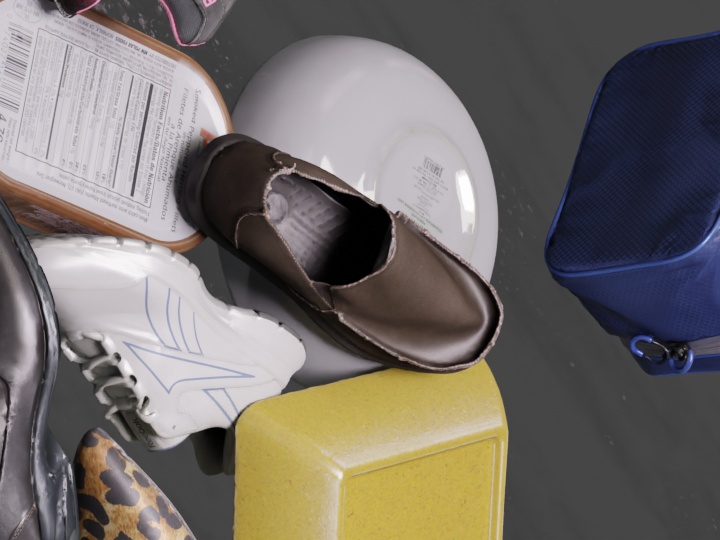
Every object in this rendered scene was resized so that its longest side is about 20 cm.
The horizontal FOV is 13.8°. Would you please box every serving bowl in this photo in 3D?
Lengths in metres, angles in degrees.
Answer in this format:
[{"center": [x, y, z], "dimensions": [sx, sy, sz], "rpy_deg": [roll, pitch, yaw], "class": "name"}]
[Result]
[{"center": [0.012, -0.032, 1.622], "dimensions": [0.200, 0.066, 0.201], "rpy_deg": [8, 80, -47], "class": "serving bowl"}]

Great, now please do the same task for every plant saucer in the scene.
[{"center": [0.015, 0.157, 1.582], "dimensions": [0.200, 0.048, 0.201], "rpy_deg": [-12, 109, -48], "class": "plant saucer"}]

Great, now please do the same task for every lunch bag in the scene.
[{"center": [0.210, -0.029, 1.784], "dimensions": [0.132, 0.135, 0.201], "rpy_deg": [42, 58, -36], "class": "lunch bag"}]

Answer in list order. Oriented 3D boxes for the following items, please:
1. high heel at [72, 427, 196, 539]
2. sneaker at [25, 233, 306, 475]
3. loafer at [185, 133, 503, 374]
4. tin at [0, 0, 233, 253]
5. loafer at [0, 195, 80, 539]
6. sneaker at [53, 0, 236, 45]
[{"center": [-0.131, 0.190, 1.434], "dimensions": [0.143, 0.071, 0.201], "rpy_deg": [-40, 124, -49], "class": "high heel"}, {"center": [-0.106, 0.040, 1.485], "dimensions": [0.200, 0.074, 0.087], "rpy_deg": [32, 68, -40], "class": "sneaker"}, {"center": [0.000, 0.000, 1.525], "dimensions": [0.200, 0.071, 0.073], "rpy_deg": [29, 84, -29], "class": "loafer"}, {"center": [-0.141, -0.073, 1.483], "dimensions": [0.200, 0.042, 0.113], "rpy_deg": [24, 73, -44], "class": "tin"}, {"center": [-0.184, 0.055, 1.398], "dimensions": [0.072, 0.073, 0.201], "rpy_deg": [-14, 95, -42], "class": "loafer"}, {"center": [-0.141, -0.171, 1.427], "dimensions": [0.079, 0.199, 0.096], "rpy_deg": [-71, -174, -73], "class": "sneaker"}]
